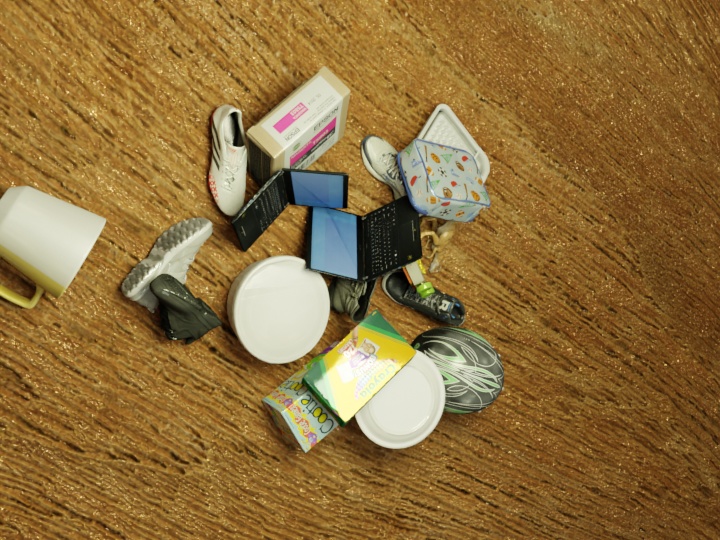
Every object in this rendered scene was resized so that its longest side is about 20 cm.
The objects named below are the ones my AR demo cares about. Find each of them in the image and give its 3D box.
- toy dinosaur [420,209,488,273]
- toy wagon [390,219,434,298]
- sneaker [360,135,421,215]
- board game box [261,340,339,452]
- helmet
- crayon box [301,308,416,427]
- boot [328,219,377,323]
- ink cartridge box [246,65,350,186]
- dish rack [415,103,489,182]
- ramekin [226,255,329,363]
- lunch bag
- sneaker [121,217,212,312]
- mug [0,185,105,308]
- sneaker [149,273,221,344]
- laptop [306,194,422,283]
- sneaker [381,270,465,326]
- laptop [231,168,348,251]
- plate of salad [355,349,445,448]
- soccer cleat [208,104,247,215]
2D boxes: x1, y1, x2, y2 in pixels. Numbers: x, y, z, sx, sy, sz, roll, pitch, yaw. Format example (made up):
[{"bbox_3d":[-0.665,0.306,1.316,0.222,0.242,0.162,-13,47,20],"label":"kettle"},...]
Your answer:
[{"bbox_3d":[0.180,-0.085,1.656,0.105,0.061,0.201,15,130,-15],"label":"toy dinosaur"},{"bbox_3d":[0.104,-0.019,1.582,0.039,0.200,0.157,-24,77,4],"label":"toy wagon"},{"bbox_3d":[0.083,-0.201,1.577,0.077,0.085,0.200,-45,101,-17],"label":"sneaker"},{"bbox_3d":[-0.079,0.249,1.548,0.199,0.105,0.104,-37,113,-21],"label":"board game box"},{"bbox_3d":[0.207,0.215,1.657,0.198,0.190,0.203,-4,99,-28],"label":"helmet"},{"bbox_3d":[-0.003,0.187,1.478,0.200,0.058,0.119,-42,80,-20],"label":"crayon box"},{"bbox_3d":[0.000,0.000,1.543,0.067,0.130,0.203,14,90,-30],"label":"boot"},{"bbox_3d":[-0.114,-0.253,1.420,0.075,0.165,0.200,43,73,9],"label":"ink cartridge box"},{"bbox_3d":[0.186,-0.235,1.652,0.200,0.043,0.173,47,59,-27],"label":"dish rack"},{"bbox_3d":[-0.165,0.068,1.479,0.200,0.094,0.205,-5,100,-29],"label":"ramekin"},{"bbox_3d":[0.167,-0.182,1.536,0.198,0.075,0.162,6,56,-43],"label":"lunch bag"},{"bbox_3d":[-0.339,-0.013,1.392,0.200,0.075,0.082,-46,132,-11],"label":"sneaker"},{"bbox_3d":[-0.523,-0.041,1.233,0.152,0.149,0.188,33,74,-21],"label":"mug"},{"bbox_3d":[-0.322,0.078,1.365,0.091,0.076,0.200,-42,148,-6],"label":"sneaker"},{"bbox_3d":[0.006,-0.079,1.477,0.103,0.198,0.179,44,33,-40],"label":"laptop"},{"bbox_3d":[0.148,0.058,1.648,0.199,0.111,0.074,27,83,-30],"label":"sneaker"},{"bbox_3d":[-0.124,-0.103,1.406,0.103,0.177,0.200,39,77,9],"label":"laptop"},{"bbox_3d":[0.077,0.255,1.550,0.197,0.048,0.203,0,91,-17],"label":"plate of salad"},{"bbox_3d":[-0.238,-0.200,1.404,0.068,0.085,0.203,-5,99,-29],"label":"soccer cleat"}]
